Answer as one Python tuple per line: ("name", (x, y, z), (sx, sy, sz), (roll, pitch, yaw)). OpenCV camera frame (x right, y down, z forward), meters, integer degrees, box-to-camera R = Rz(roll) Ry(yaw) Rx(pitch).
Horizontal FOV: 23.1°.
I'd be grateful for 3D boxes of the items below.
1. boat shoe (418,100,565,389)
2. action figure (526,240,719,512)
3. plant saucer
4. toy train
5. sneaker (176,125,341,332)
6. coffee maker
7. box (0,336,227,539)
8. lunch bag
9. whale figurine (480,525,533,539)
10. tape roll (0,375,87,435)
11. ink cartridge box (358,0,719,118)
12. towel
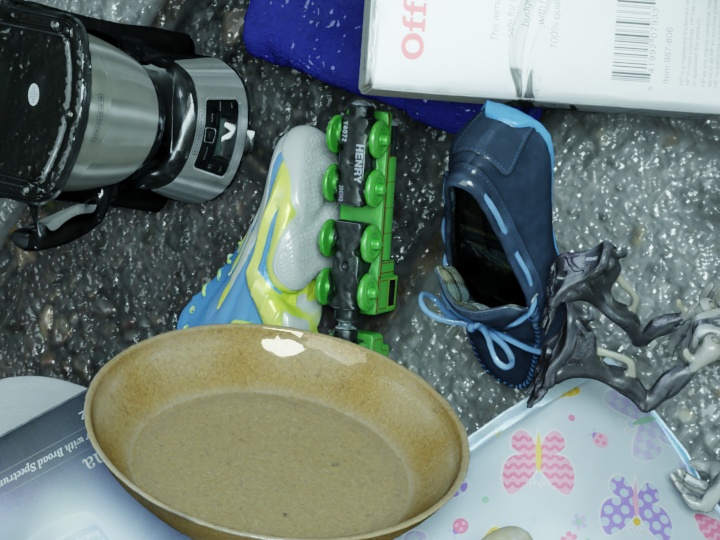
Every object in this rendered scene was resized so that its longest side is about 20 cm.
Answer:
("boat shoe", (0.065, -0.002, 0.952), (0.083, 0.069, 0.201), (18, 142, 31))
("action figure", (0.188, 0.053, 0.921), (0.198, 0.120, 0.102), (16, 139, -7))
("plant saucer", (-0.044, 0.092, 0.903), (0.199, 0.200, 0.036), (24, 120, 25))
("toy train", (0.000, 0.000, 1.048), (0.041, 0.056, 0.203), (9, 98, 27))
("sneaker", (-0.069, 0.010, 1.079), (0.104, 0.076, 0.203), (7, 94, 28))
("coffee maker", (-0.188, -0.110, 1.071), (0.192, 0.200, 0.135), (39, 104, 20))
("box", (-0.135, 0.178, 0.988), (0.199, 0.123, 0.200), (-28, 80, -13))
("lunch bag", (0.105, 0.168, 0.958), (0.199, 0.127, 0.170), (-34, 74, -4))
("whale figurine", (0.006, 0.198, 0.859), (0.198, 0.105, 0.159), (-20, 34, -9))
("tape roll", (-0.211, 0.172, 1.105), (0.198, 0.066, 0.203), (-3, 65, 6))
("ink cartridge box", (0.101, -0.160, 0.936), (0.197, 0.084, 0.147), (4, 92, -5))
("towel", (0.035, -0.167, 1.044), (0.198, 0.049, 0.149), (23, 93, 26))
